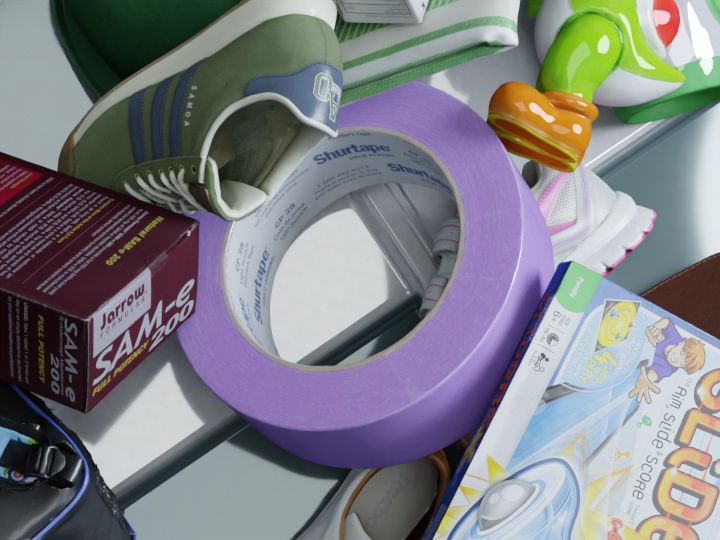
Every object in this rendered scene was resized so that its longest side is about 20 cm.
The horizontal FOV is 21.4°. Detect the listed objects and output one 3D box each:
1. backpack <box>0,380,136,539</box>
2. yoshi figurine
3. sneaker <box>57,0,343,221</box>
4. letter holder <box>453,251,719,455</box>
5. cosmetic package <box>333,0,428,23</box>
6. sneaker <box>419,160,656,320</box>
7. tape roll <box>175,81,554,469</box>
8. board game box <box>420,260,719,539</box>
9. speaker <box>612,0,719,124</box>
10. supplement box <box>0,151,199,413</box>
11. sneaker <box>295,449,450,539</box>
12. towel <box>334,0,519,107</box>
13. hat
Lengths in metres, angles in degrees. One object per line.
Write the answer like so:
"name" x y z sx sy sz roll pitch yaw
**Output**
"backpack" -0.236 0.122 0.980 0.182 0.135 0.200 -42 57 -12
"yoshi figurine" 0.117 -0.162 1.013 0.112 0.112 0.201 30 85 -45
"sneaker" -0.084 -0.061 0.987 0.067 0.200 0.090 24 43 -43
"letter holder" 0.168 0.095 1.061 0.199 0.142 0.101 -32 118 -7
"cosmetic package" 0.028 -0.232 0.991 0.050 0.083 0.201 6 61 25
"sneaker" 0.069 0.009 1.069 0.200 0.081 0.088 -42 85 -17
"tape roll" 0.000 0.000 1.015 0.198 0.066 0.202 -9 64 19
"board game box" 0.115 0.115 0.952 0.135 0.034 0.201 27 85 -4
"speaker" 0.157 -0.191 1.100 0.088 0.088 0.202 -14 84 -9
"supplement box" -0.194 -0.008 0.980 0.199 0.061 0.109 19 35 20
"sneaker" -0.018 0.173 1.026 0.072 0.085 0.201 31 81 -4
"towel" 0.029 -0.178 1.031 0.023 0.152 0.201 43 43 -39
"hat" -0.144 -0.185 0.986 0.165 0.176 0.201 -32 72 21
